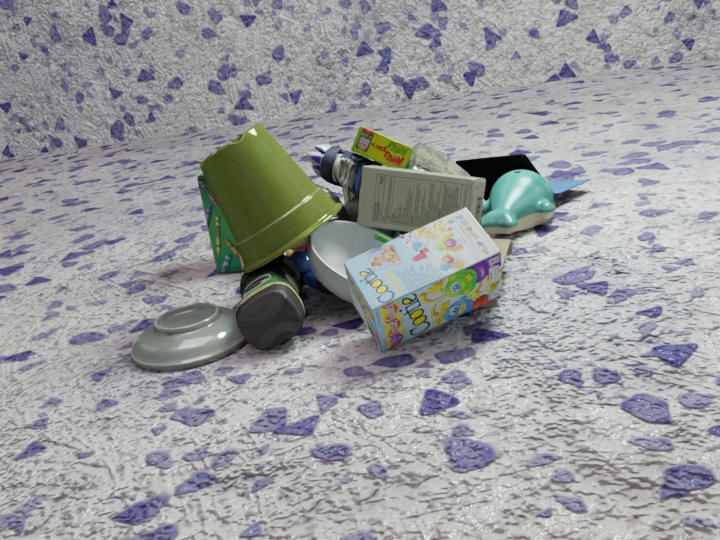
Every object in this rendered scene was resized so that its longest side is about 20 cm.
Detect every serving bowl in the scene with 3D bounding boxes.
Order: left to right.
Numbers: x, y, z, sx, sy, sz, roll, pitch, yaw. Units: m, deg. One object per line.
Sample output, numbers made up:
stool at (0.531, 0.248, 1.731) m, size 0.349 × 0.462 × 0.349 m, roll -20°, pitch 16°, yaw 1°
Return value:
serving bowl at (0.000, 0.000, 1.408) m, size 0.199 × 0.066 × 0.200 m, roll 19°, pitch 29°, yaw -11°

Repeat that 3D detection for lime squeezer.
lime squeezer at (0.069, -0.037, 1.311) m, size 0.038 × 0.071 × 0.200 m, roll -49°, pitch -7°, yaw 6°

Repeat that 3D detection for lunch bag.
lunch bag at (0.144, -0.127, 1.582) m, size 0.167 × 0.140 × 0.200 m, roll 24°, pitch 23°, yaw -2°

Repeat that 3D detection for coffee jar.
coffee jar at (-0.142, 0.048, 1.367) m, size 0.104 × 0.086 × 0.200 m, roll -32°, pitch 18°, yaw 6°

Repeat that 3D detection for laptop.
laptop at (0.341, -0.208, 1.803) m, size 0.187 × 0.200 × 0.116 m, roll 1°, pitch 53°, yaw 50°

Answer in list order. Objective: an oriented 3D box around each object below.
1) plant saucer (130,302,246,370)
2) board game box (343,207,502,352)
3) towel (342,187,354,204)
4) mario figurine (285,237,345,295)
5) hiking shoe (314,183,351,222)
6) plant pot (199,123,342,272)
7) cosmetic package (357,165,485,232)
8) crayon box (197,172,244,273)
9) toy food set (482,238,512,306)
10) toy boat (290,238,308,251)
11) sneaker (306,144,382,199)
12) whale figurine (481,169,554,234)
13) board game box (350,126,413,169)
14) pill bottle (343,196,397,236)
plant saucer at (-0.273, 0.094, 1.376) m, size 0.199 × 0.050 × 0.200 m, roll -9°, pitch 18°, yaw 3°
board game box at (0.092, 0.013, 1.240) m, size 0.199 × 0.103 × 0.105 m, roll -24°, pitch 50°, yaw -9°
towel at (0.061, -0.172, 1.824) m, size 0.199 × 0.153 × 0.023 m, roll -13°, pitch 45°, yaw -6°
mario figurine at (-0.124, -0.012, 1.519) m, size 0.199 × 0.107 × 0.123 m, roll 7°, pitch 25°, yaw 36°
hiking shoe at (-0.064, -0.081, 1.585) m, size 0.076 × 0.200 × 0.101 m, roll -50°, pitch -4°, yaw 36°
plant pot at (-0.163, -0.130, 1.415) m, size 0.200 × 0.190 × 0.200 m, roll -32°, pitch 12°, yaw 8°
cosmetic package at (0.101, -0.115, 1.440) m, size 0.199 × 0.106 × 0.071 m, roll 11°, pitch 11°, yaw 22°
crayon box at (-0.259, -0.109, 1.714) m, size 0.058 × 0.201 × 0.119 m, roll -4°, pitch 19°, yaw 13°
toy food set at (0.162, 0.001, 1.384) m, size 0.143 × 0.061 × 0.200 m, roll 3°, pitch 24°, yaw 15°
toy boat at (-0.133, -0.068, 1.687) m, size 0.131 × 0.131 × 0.200 m, roll -44°, pitch -20°, yaw 31°
sneaker at (-0.037, -0.184, 1.608) m, size 0.146 × 0.081 × 0.200 m, roll 15°, pitch 14°, yaw 1°
whale figurine at (0.291, -0.130, 1.642) m, size 0.158 × 0.104 × 0.200 m, roll 3°, pitch 21°, yaw 33°
board game box at (0.039, -0.223, 1.584) m, size 0.101 × 0.048 × 0.200 m, roll 23°, pitch 8°, yaw -2°
pill bottle at (0.032, -0.112, 1.715) m, size 0.110 × 0.111 × 0.200 m, roll -2°, pitch 21°, yaw 22°
